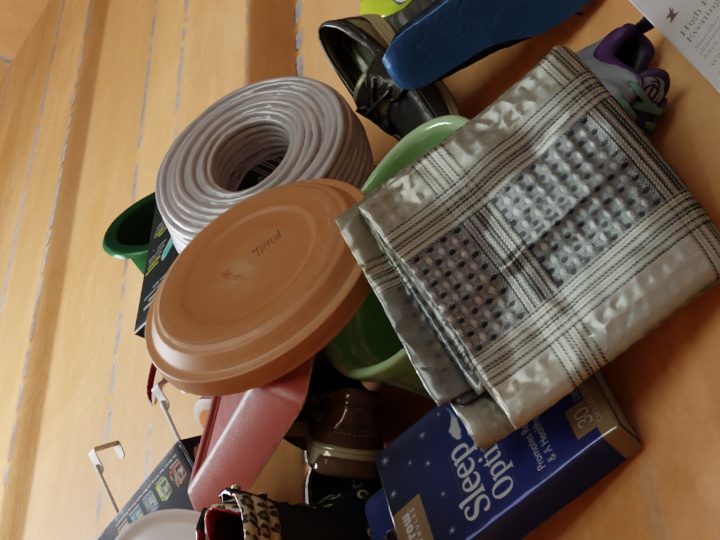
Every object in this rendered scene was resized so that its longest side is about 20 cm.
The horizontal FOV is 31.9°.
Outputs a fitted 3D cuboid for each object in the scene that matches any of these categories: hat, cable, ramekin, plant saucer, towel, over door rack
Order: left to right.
[{"bbox_3d":[-0.202,0.222,1.192,0.148,0.066,0.202,-42,57,37],"label":"over door rack"},{"bbox_3d":[-0.202,0.009,1.494,0.198,0.178,0.166,-25,28,-4],"label":"hat"},{"bbox_3d":[-0.076,0.004,0.928,0.198,0.032,0.202,-21,38,17],"label":"plant saucer"},{"bbox_3d":[-0.080,0.076,0.981,0.201,0.036,0.201,-81,17,-45],"label":"plant saucer"},{"bbox_3d":[-0.087,-0.083,1.109,0.199,0.069,0.201,-33,45,0],"label":"cable"},{"bbox_3d":[0.065,-0.001,0.917,0.200,0.097,0.202,-42,35,38],"label":"ramekin"},{"bbox_3d":[0.099,-0.017,0.778,0.199,0.035,0.194,-37,65,9],"label":"towel"}]

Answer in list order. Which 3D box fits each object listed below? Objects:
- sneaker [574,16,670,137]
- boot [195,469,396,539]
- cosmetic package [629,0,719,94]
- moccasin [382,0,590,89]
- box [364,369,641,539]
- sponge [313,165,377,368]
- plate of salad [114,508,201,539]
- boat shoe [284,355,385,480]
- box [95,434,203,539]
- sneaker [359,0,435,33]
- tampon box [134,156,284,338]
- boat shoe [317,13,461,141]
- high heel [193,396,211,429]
[{"bbox_3d":[0.166,-0.090,0.837,0.087,0.074,0.202,-36,38,37],"label":"sneaker"},{"bbox_3d":[-0.043,0.178,0.900,0.074,0.153,0.204,-55,27,16],"label":"boot"},{"bbox_3d":[0.234,-0.176,0.782,0.102,0.074,0.201,-54,30,20],"label":"cosmetic package"},{"bbox_3d":[0.105,-0.218,1.018,0.198,0.081,0.068,-20,17,24],"label":"moccasin"},{"bbox_3d":[0.076,0.128,0.813,0.200,0.032,0.122,-43,33,16],"label":"box"},{"bbox_3d":[0.000,0.000,1.083,0.111,0.030,0.202,-19,50,36],"label":"sponge"},{"bbox_3d":[-0.121,0.280,0.982,0.201,0.200,0.048,-51,-14,25],"label":"plate of salad"},{"bbox_3d":[-0.016,0.103,0.973,0.202,0.074,0.076,-164,81,-75],"label":"boat shoe"},{"bbox_3d":[-0.151,0.262,1.070,0.200,0.049,0.162,-48,65,31],"label":"box"},{"bbox_3d":[0.061,-0.219,1.159,0.199,0.073,0.082,-2,80,64],"label":"sneaker"},{"bbox_3d":[-0.126,-0.027,1.260,0.150,0.125,0.202,-39,37,40],"label":"tampon box"},{"bbox_3d":[0.022,-0.156,1.106,0.202,0.065,0.072,58,143,38],"label":"boat shoe"},{"bbox_3d":[-0.089,0.098,1.176,0.096,0.067,0.200,-54,5,-35],"label":"high heel"}]
